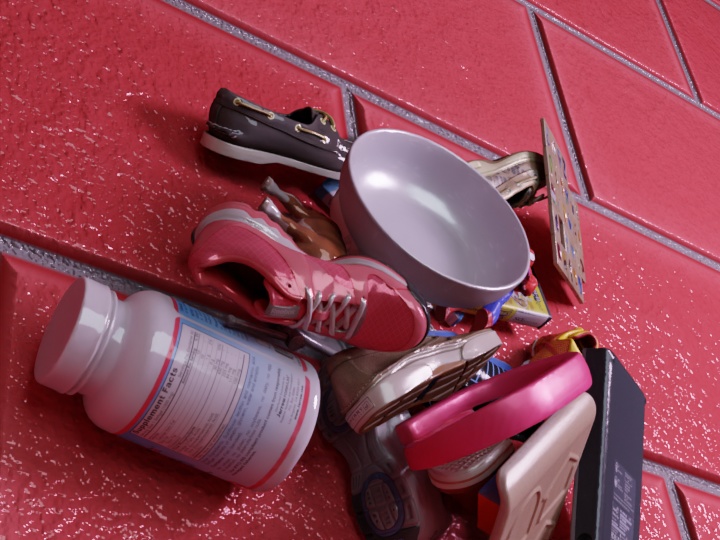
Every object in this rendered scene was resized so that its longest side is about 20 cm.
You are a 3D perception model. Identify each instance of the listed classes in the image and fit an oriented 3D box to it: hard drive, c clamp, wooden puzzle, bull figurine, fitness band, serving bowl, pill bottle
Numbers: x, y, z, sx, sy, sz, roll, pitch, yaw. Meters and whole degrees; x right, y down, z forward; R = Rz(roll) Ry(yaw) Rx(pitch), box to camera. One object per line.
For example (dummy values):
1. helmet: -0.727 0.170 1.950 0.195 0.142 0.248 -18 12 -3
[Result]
1. hard drive: 0.235 0.191 1.167 0.139 0.032 0.203 42 50 -54
2. c clamp: -0.083 0.014 1.043 0.170 0.027 0.200 30 12 -41
3. wooden puzzle: 0.127 0.215 1.038 0.046 0.203 0.185 21 28 24
4. bull figurine: -0.048 -0.016 1.073 0.121 0.065 0.200 39 5 -15
5. fitness band: 0.112 0.115 1.028 0.199 0.142 0.038 -21 89 -56
6. serving bowl: 0.059 -0.037 1.141 0.198 0.066 0.202 25 35 -19
7. pill bottle: -0.137 0.083 0.930 0.198 0.109 0.110 27 40 -24

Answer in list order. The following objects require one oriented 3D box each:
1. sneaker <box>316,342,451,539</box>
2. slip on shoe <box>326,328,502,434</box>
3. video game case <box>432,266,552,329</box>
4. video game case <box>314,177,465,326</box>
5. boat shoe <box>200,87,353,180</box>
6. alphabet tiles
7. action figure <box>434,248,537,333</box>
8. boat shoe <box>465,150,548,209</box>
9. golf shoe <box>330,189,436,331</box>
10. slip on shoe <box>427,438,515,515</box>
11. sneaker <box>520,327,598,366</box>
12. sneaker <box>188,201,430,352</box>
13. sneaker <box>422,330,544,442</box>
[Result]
1. sneaker: 0.019 0.148 1.077 0.087 0.074 0.203 15 52 -53
2. slip on shoe: 0.047 0.077 1.040 0.199 0.076 0.061 -20 65 -46
3. video game case: 0.109 -0.038 1.336 0.179 0.025 0.202 13 47 -38
4. video game case: 0.052 -0.048 1.323 0.200 0.018 0.143 44 37 -5
5. boat shoe: -0.059 -0.132 1.222 0.199 0.062 0.072 8 15 -35
6. alphabet tiles: 0.235 -0.060 1.423 0.200 0.007 0.170 41 44 -65
7. action figure: 0.137 0.012 1.236 0.065 0.052 0.200 23 22 18
8. boat shoe: 0.148 -0.084 1.343 0.198 0.073 0.063 -14 74 -48
9. golf shoe: 0.000 0.000 1.181 0.096 0.078 0.202 0 55 -38
10. slip on shoe: 0.104 0.179 1.068 0.200 0.073 0.062 34 42 -76
11. sneaker: 0.216 0.095 1.275 0.073 0.077 0.200 54 11 2
12. sneaker: -0.043 0.023 0.943 0.197 0.075 0.087 23 28 -1
13. sneaker: 0.104 0.114 1.154 0.198 0.070 0.078 19 25 -45
